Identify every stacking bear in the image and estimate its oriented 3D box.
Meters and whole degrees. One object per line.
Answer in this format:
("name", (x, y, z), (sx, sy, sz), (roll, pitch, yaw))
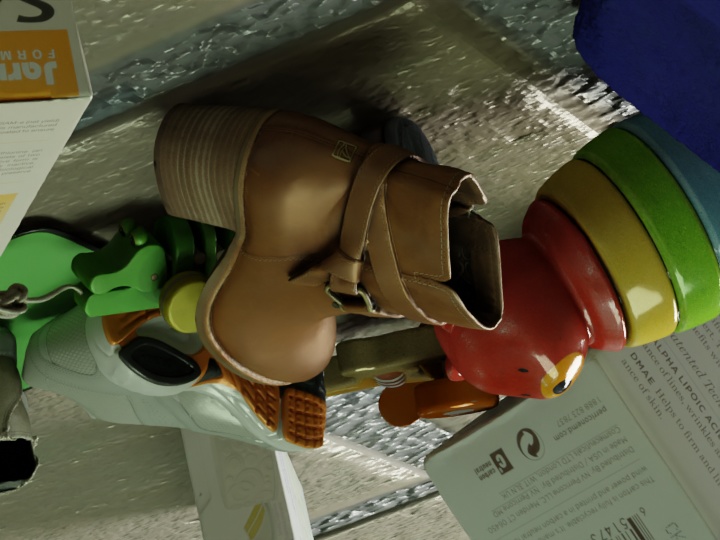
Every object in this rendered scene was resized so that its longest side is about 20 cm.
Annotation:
("stacking bear", (0.126, -0.007, 1.430), (0.200, 0.114, 0.122), (-30, 158, -12))

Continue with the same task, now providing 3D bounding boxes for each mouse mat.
("mouse mat", (-0.179, 0.024, 1.548), (0.160, 0.008, 0.200), (-22, 158, 21))

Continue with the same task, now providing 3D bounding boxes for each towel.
("towel", (0.175, -0.112, 1.266), (0.050, 0.148, 0.200), (-47, 173, -25))

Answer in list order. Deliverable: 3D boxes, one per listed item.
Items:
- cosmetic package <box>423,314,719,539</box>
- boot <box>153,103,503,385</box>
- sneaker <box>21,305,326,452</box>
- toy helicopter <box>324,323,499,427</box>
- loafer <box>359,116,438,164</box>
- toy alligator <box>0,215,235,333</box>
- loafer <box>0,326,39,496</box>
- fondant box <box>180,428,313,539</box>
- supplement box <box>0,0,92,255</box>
("cosmetic package", (0.180, 0.103, 1.663), (0.200, 0.165, 0.165), (-33, 178, -44))
("boot", (0.000, 0.000, 1.378), (0.155, 0.077, 0.200), (13, 142, 25))
("sneaker", (-0.098, 0.054, 1.584), (0.092, 0.076, 0.200), (-16, 153, 34))
("toy helicopter", (0.016, 0.053, 1.689), (0.199, 0.079, 0.132), (-13, 171, 31))
("loafer", (0.017, -0.020, 1.472), (0.063, 0.072, 0.200), (-13, 163, 10))
("toy alligator", (-0.099, -0.005, 1.464), (0.199, 0.059, 0.054), (0, 114, -30))
("loafer", (-0.212, 0.093, 1.600), (0.075, 0.070, 0.200), (-10, 161, -7))
("fondant box", (-0.059, 0.181, 1.841), (0.058, 0.145, 0.200), (-14, 160, 2))
("supplement box", (-0.200, -0.056, 1.224), (0.126, 0.074, 0.200), (-4, 158, -24))
